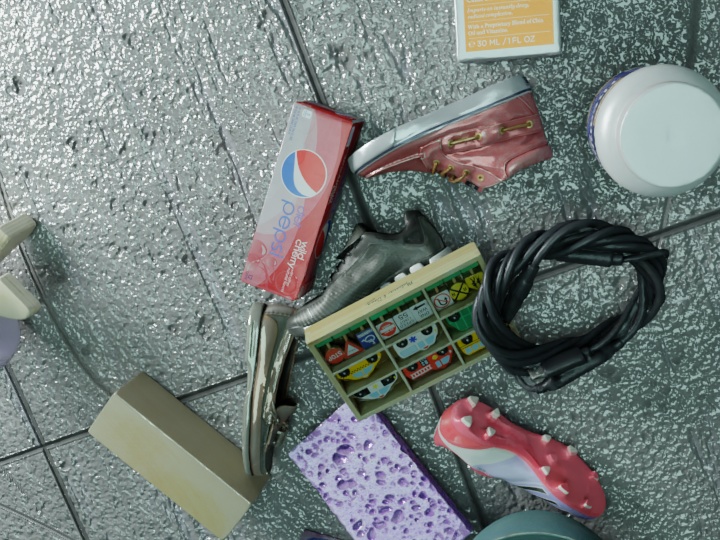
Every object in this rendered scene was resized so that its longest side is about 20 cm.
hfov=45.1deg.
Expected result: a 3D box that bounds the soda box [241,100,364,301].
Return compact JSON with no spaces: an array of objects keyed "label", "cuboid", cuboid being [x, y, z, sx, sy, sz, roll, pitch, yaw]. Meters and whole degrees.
[{"label":"soda box","cuboid":[-0.062,-0.074,0.921,0.069,0.063,0.202,20,105,6]}]

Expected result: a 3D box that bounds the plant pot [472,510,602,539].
[{"label":"plant pot","cuboid":[0.191,0.337,0.921,0.198,0.135,0.203,3,103,11]}]

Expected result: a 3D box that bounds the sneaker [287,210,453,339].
[{"label":"sneaker","cuboid":[0.000,0.000,0.924,0.199,0.066,0.091,-28,91,9]}]

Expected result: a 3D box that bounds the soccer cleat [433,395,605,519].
[{"label":"soccer cleat","cuboid":[0.172,0.209,0.943,0.199,0.067,0.077,32,138,-2]}]

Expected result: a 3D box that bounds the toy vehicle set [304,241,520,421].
[{"label":"toy vehicle set","cuboid":[0.056,0.067,0.905,0.199,0.027,0.125,-28,123,7]}]

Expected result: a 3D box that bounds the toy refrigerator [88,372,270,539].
[{"label":"toy refrigerator","cuboid":[-0.210,0.216,1.009,0.199,0.076,0.070,39,107,1]}]

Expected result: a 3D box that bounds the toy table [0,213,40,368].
[{"label":"toy table","cuboid":[-0.453,0.008,0.970,0.199,0.184,0.117,38,123,-11]}]

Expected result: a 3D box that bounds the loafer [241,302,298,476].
[{"label":"loafer","cuboid":[-0.097,0.137,0.974,0.062,0.072,0.202,3,100,3]}]

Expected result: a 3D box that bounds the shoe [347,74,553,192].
[{"label":"shoe","cuboid":[0.090,-0.115,0.875,0.198,0.071,0.092,-23,91,11]}]

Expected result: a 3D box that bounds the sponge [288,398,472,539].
[{"label":"sponge","cuboid":[0.022,0.247,0.973,0.111,0.030,0.200,-40,84,8]}]

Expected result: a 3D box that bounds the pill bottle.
[{"label":"pill bottle","cuboid":[0.262,-0.125,0.771,0.110,0.200,0.112,2,102,11]}]

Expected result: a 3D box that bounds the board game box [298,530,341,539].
[{"label":"board game box","cuboid":[0.005,0.430,1.029,0.197,0.041,0.202,14,104,9]}]

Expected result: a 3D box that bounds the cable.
[{"label":"cable","cuboid":[0.210,0.024,0.861,0.199,0.051,0.164,-32,111,10]}]

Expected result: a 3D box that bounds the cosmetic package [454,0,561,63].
[{"label":"cosmetic package","cuboid":[0.138,-0.304,0.825,0.100,0.071,0.202,-3,101,12]}]
